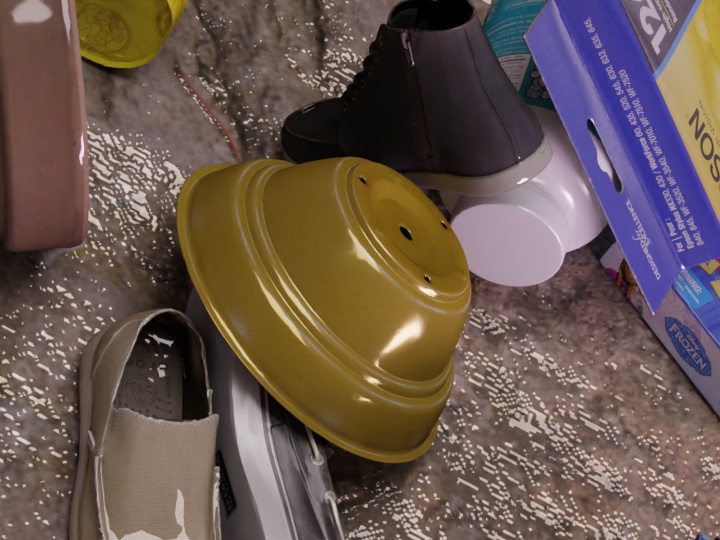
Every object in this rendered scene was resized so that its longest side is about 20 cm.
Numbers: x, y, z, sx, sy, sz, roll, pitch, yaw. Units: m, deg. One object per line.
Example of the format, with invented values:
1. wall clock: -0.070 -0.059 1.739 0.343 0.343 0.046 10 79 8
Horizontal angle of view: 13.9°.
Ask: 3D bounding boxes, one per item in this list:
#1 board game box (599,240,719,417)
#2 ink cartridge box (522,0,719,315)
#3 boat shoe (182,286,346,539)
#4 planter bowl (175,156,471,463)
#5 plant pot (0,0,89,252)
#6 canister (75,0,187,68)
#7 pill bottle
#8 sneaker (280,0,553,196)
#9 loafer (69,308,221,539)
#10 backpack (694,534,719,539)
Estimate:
1. board game box: 0.280 0.028 1.810 0.199 0.041 0.200 -26 72 -37
2. ink cartridge box: 0.181 -0.111 1.734 0.198 0.047 0.200 63 33 -25
3. boat shoe: -0.050 0.095 1.582 0.064 0.071 0.200 1 63 -29
4. planter bowl: 0.000 0.000 1.608 0.200 0.083 0.200 37 29 -25
5. plant pot: -0.242 -0.105 1.559 0.175 0.200 0.200 -5 59 -11
6. canister: -0.152 -0.233 1.746 0.149 0.087 0.200 27 48 -8
7. pill bottle: 0.109 -0.086 1.758 0.111 0.111 0.200 26 50 -8
8. sneaker: 0.018 -0.106 1.663 0.075 0.200 0.106 -40 118 -34
9. loafer: -0.110 0.103 1.540 0.076 0.068 0.200 5 56 -24
10. backpack: 0.204 0.263 1.547 0.200 0.135 0.183 39 50 -1
